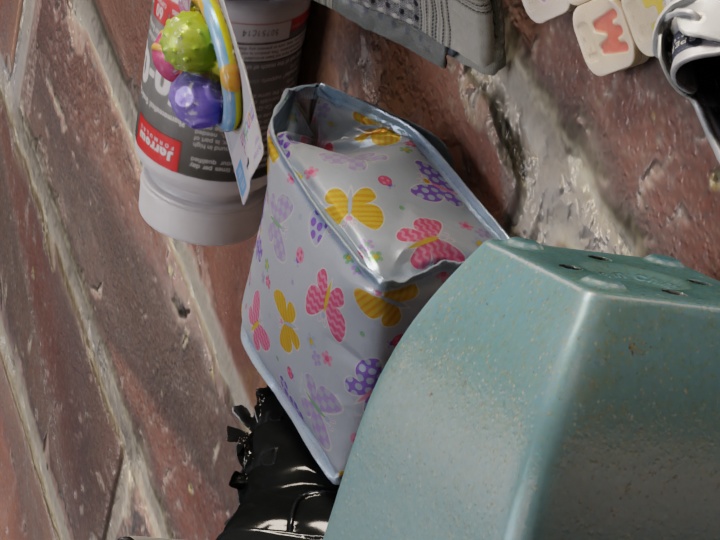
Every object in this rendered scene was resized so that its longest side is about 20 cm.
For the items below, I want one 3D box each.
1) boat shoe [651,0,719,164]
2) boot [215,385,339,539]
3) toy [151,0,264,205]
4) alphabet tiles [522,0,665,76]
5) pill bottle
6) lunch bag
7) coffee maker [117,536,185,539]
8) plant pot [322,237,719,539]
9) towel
[{"bbox_3d":[0.170,-0.098,1.028,0.072,0.068,0.201,-50,53,55],"label":"boat shoe"},{"bbox_3d":[0.003,0.147,1.426,0.163,0.196,0.074,-73,-13,-52],"label":"boot"},{"bbox_3d":[-0.110,-0.149,1.438,0.115,0.047,0.202,120,139,-73],"label":"toy"},{"bbox_3d":[0.114,-0.203,1.158,0.195,0.015,0.202,-15,95,64],"label":"alphabet tiles"},{"bbox_3d":[-0.105,-0.127,1.643,0.114,0.113,0.201,-124,38,-50],"label":"pill bottle"},{"bbox_3d":[0.000,0.000,1.400,0.200,0.126,0.171,50,141,40],"label":"lunch bag"},{"bbox_3d":[-0.050,0.234,1.448,0.192,0.198,0.136,-169,76,-67],"label":"coffee maker"},{"bbox_3d":[0.111,0.095,1.071,0.196,0.194,0.202,-151,68,-63],"label":"plant pot"},{"bbox_3d":[-0.003,-0.204,1.288,0.192,0.035,0.201,27,152,25],"label":"towel"}]
